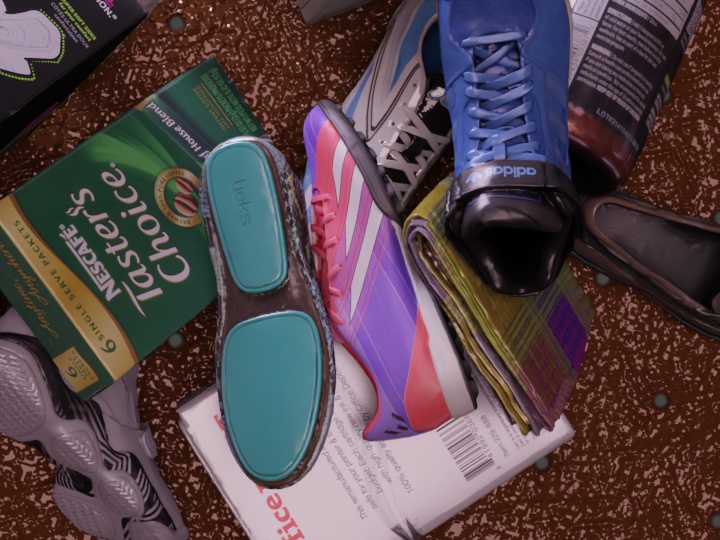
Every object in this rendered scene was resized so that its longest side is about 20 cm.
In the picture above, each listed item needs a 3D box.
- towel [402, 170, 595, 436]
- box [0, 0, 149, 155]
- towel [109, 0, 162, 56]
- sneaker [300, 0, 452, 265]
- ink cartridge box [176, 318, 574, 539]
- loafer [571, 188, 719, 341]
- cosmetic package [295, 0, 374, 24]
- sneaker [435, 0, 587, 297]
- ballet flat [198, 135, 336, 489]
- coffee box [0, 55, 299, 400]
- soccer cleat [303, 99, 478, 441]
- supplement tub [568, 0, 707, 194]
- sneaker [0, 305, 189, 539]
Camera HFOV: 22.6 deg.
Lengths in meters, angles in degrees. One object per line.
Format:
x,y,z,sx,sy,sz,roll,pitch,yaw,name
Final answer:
0.085,0.005,1.065,0.023,0.200,0.144,-30,98,22,towel
-0.244,-0.111,0.991,0.124,0.148,0.200,49,42,-6,box
-0.145,-0.219,1.053,0.200,0.034,0.133,-36,96,33,towel
0.024,-0.085,1.096,0.072,0.072,0.201,30,80,-32,sneaker
0.005,0.091,1.102,0.200,0.084,0.146,-32,93,-6,ink cartridge box
0.218,0.001,1.139,0.199,0.063,0.072,21,88,-7,loafer
-0.003,-0.214,1.036,0.071,0.200,0.106,-23,95,-10,cosmetic package
0.080,-0.077,0.962,0.076,0.111,0.201,-3,128,5,sneaker
-0.048,0.024,1.027,0.074,0.074,0.201,-4,83,-7,ballet flat
-0.123,-0.028,1.052,0.200,0.044,0.123,-40,98,-41,coffee box
0.000,0.000,1.034,0.073,0.068,0.201,-23,85,1,soccer cleat
0.150,-0.154,1.099,0.107,0.107,0.201,27,77,-7,supplement tub
-0.149,0.080,1.082,0.200,0.075,0.115,55,48,-33,sneaker
